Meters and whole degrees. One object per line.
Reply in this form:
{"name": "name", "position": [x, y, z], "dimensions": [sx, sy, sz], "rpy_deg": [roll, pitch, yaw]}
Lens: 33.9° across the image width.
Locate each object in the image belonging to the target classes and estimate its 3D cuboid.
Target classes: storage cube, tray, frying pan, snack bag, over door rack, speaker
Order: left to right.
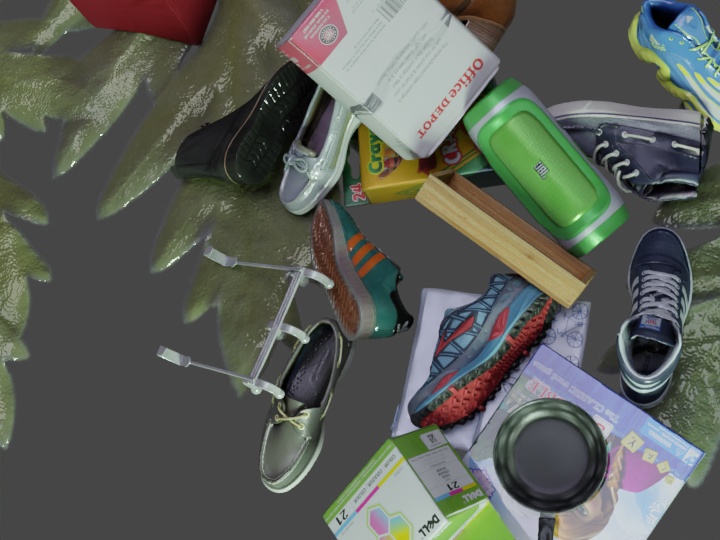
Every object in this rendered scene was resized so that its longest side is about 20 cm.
{"name": "storage cube", "position": [-0.281, -0.413, 1.503], "dimensions": [0.170, 0.180, 0.201], "rpy_deg": [13, 76, 18]}
{"name": "over door rack", "position": [-0.126, 0.058, 1.354], "dimensions": [0.200, 0.067, 0.148], "rpy_deg": [12, 73, 44]}
{"name": "snack bag", "position": [0.143, 0.110, 1.302], "dimensions": [0.199, 0.021, 0.189], "rpy_deg": [8, 75, 17]}
{"name": "tray", "position": [0.159, -0.037, 1.282], "dimensions": [0.200, 0.099, 0.037], "rpy_deg": [36, 107, 10]}
{"name": "speaker", "position": [0.203, -0.113, 1.299], "dimensions": [0.088, 0.088, 0.200], "rpy_deg": [-40, 87, -1]}
{"name": "frying pan", "position": [0.202, 0.221, 1.183], "dimensions": [0.115, 0.031, 0.191], "rpy_deg": [-20, 78, 11]}

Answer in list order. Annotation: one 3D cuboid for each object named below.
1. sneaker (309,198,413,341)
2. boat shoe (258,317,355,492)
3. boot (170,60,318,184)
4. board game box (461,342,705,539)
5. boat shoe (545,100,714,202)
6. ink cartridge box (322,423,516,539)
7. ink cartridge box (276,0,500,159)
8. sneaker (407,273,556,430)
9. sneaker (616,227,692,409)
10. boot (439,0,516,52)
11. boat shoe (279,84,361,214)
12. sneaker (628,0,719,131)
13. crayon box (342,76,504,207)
{"name": "sneaker", "position": [0.000, 0.000, 1.357], "dimensions": [0.080, 0.071, 0.200], "rpy_deg": [2, 48, -28]}
{"name": "boat shoe", "position": [-0.067, 0.148, 1.322], "dimensions": [0.072, 0.060, 0.202], "rpy_deg": [18, 77, 20]}
{"name": "boot", "position": [-0.143, -0.190, 1.456], "dimensions": [0.138, 0.078, 0.200], "rpy_deg": [3, 47, 43]}
{"name": "board game box", "position": [0.215, 0.212, 1.220], "dimensions": [0.200, 0.041, 0.200], "rpy_deg": [34, 90, 19]}
{"name": "boat shoe", "position": [0.288, -0.130, 1.315], "dimensions": [0.199, 0.075, 0.093], "rpy_deg": [3, 65, 15]}
{"name": "ink cartridge box", "position": [0.072, 0.281, 1.195], "dimensions": [0.200, 0.076, 0.148], "rpy_deg": [54, 129, 24]}
{"name": "ink cartridge box", "position": [0.031, -0.238, 1.310], "dimensions": [0.200, 0.083, 0.147], "rpy_deg": [40, 83, -14]}
{"name": "sneaker", "position": [0.118, 0.086, 1.278], "dimensions": [0.200, 0.079, 0.096], "rpy_deg": [-45, 49, -6]}
{"name": "sneaker", "position": [0.308, 0.037, 1.236], "dimensions": [0.070, 0.109, 0.201], "rpy_deg": [7, 74, 16]}
{"name": "boot", "position": [0.100, -0.350, 1.402], "dimensions": [0.200, 0.077, 0.156], "rpy_deg": [25, 85, -11]}
{"name": "boat shoe", "position": [-0.048, -0.162, 1.391], "dimensions": [0.202, 0.065, 0.074], "rpy_deg": [-59, 43, 16]}
{"name": "sneaker", "position": [0.374, -0.230, 1.311], "dimensions": [0.076, 0.105, 0.200], "rpy_deg": [-46, 67, -3]}
{"name": "crayon box", "position": [0.068, -0.151, 1.394], "dimensions": [0.199, 0.051, 0.127], "rpy_deg": [-9, 70, 12]}
